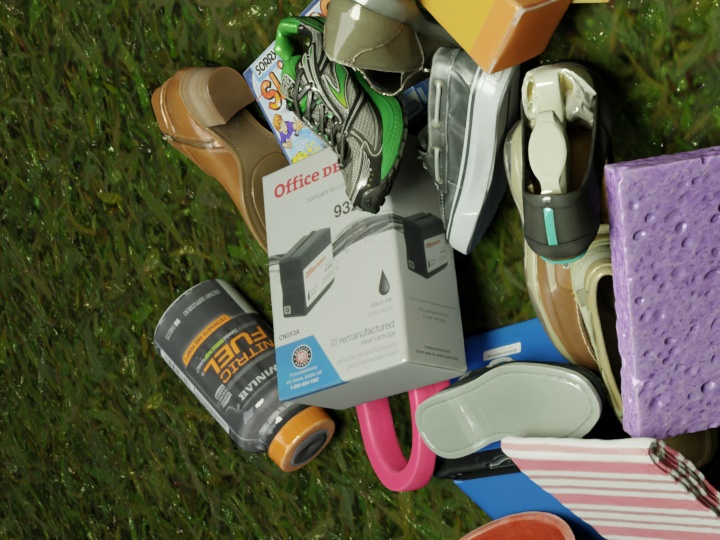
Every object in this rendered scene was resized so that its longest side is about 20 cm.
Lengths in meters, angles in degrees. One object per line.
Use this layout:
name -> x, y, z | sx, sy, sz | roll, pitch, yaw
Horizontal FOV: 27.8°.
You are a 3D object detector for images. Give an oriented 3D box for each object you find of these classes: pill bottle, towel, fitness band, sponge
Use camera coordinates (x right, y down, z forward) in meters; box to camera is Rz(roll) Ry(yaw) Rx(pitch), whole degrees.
pill bottle -> -0.113, 0.110, 1.476 | 0.200, 0.106, 0.107 | 45, 138, 24
towel -> 0.213, 0.171, 1.083 | 0.145, 0.030, 0.200 | -7, 142, 48
fitness band -> 0.032, 0.094, 1.296 | 0.144, 0.037, 0.203 | 136, 127, -62
sponge -> 0.230, 0.015, 1.004 | 0.030, 0.110, 0.202 | -129, 29, -67

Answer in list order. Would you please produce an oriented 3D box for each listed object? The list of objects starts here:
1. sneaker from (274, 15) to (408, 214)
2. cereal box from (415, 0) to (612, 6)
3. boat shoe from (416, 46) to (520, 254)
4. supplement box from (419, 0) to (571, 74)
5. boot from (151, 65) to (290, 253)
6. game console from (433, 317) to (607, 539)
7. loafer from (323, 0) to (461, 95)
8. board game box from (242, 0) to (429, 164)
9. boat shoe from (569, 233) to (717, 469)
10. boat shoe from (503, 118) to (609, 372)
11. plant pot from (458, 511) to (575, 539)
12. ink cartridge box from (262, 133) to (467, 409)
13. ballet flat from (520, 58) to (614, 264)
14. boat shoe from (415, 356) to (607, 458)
sneaker -> -0.021, -0.121, 1.133 | 0.078, 0.084, 0.201 | 115, 147, -40
cereal box -> 0.106, -0.267, 1.057 | 0.199, 0.039, 0.146 | 9, 116, 48
boat shoe -> 0.079, -0.098, 1.131 | 0.070, 0.072, 0.201 | 23, 140, 16
supplement box -> 0.060, -0.236, 1.044 | 0.200, 0.068, 0.067 | 49, 141, 18
boot -> -0.128, -0.105, 1.417 | 0.154, 0.073, 0.202 | 1, 115, 60
game console -> 0.163, 0.139, 1.230 | 0.199, 0.117, 0.173 | -20, 63, 52
loafer -> 0.022, -0.170, 1.093 | 0.075, 0.199, 0.070 | 33, 100, 25
board game box -> -0.017, -0.162, 1.268 | 0.200, 0.034, 0.136 | -35, 81, 53
boat shoe -> 0.208, 0.071, 1.061 | 0.072, 0.063, 0.202 | -19, 110, 12
boat shoe -> 0.166, -0.021, 1.092 | 0.073, 0.075, 0.202 | -6, 105, 48
plant pot -> 0.147, 0.342, 1.210 | 0.196, 0.201, 0.200 | 52, 146, -17
ink cartridge box -> 0.000, 0.000, 1.212 | 0.144, 0.083, 0.203 | -20, 68, 39
ballet flat -> 0.140, -0.097, 1.004 | 0.067, 0.202, 0.069 | -10, 135, 15
boat shoe -> 0.123, 0.099, 1.136 | 0.199, 0.060, 0.076 | -13, 105, 51
